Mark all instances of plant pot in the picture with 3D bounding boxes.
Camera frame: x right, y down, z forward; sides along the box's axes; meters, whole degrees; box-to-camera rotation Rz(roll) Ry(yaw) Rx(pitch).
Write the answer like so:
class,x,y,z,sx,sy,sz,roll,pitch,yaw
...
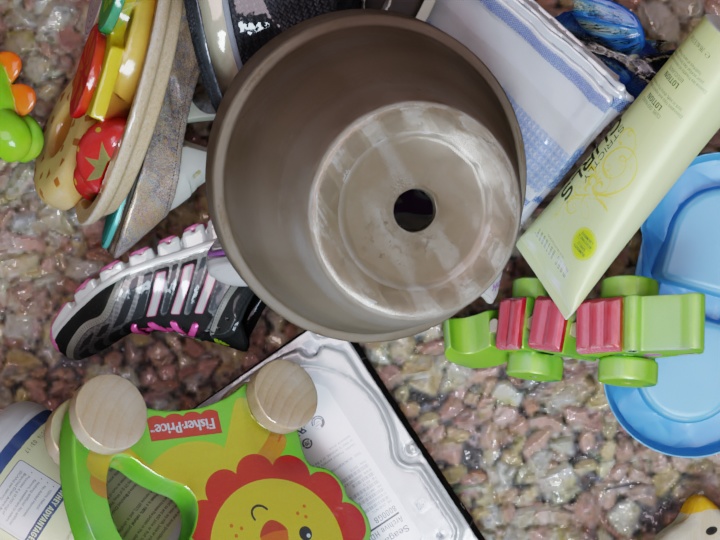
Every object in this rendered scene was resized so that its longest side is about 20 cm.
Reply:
class,x,y,z,sx,sy,sz,roll,pitch,yaw
plant pot,0.015,-0.047,1.011,0.197,0.174,0.203,-2,99,-10

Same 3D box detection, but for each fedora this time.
class,x,y,z,sx,sy,sz,roll,pitch,yaw
fedora,-0.052,-0.187,1.135,0.091,0.200,0.203,-8,89,11

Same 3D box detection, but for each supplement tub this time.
class,x,y,z,sx,sy,sz,roll,pitch,yaw
supplement tub,-0.180,0.195,1.174,0.199,0.145,0.146,31,93,6

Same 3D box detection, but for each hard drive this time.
class,x,y,z,sx,sy,sz,roll,pitch,yaw
hard drive,-0.020,0.150,1.211,0.139,0.038,0.201,-33,88,6

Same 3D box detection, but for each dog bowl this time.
class,x,y,z,sx,sy,sz,roll,pitch,yaw
dog bowl,0.228,0.022,1.177,0.110,0.050,0.202,15,92,6

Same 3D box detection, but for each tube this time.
class,x,y,z,sx,sy,sz,roll,pitch,yaw
tube,0.172,-0.066,1.100,0.052,0.058,0.201,37,112,0

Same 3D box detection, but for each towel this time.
class,x,y,z,sx,sy,sz,roll,pitch,yaw
towel,0.068,-0.094,1.163,0.147,0.024,0.200,43,123,6

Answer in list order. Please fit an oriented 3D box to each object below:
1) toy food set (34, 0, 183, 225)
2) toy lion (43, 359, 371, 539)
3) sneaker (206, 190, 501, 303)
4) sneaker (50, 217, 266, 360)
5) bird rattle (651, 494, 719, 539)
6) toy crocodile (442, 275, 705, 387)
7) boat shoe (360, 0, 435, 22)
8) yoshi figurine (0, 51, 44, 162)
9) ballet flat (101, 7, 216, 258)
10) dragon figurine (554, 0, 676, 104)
class,x,y,z,sx,sy,sz,roll,pitch,yaw
toy food set,-0.163,-0.128,1.154,0.048,0.200,0.200,15,95,-17
toy lion,-0.086,0.160,1.112,0.198,0.069,0.194,-2,71,-33
sneaker,0.000,0.000,1.148,0.197,0.075,0.101,-7,118,1
sneaker,-0.114,0.023,1.202,0.198,0.074,0.088,-26,81,1
bird rattle,0.233,0.242,1.156,0.199,0.113,0.164,35,77,2
toy crocodile,0.138,0.038,1.143,0.199,0.061,0.068,-2,79,46
boat shoe,0.024,-0.215,1.148,0.060,0.072,0.203,28,55,-18
yoshi figurine,-0.308,-0.125,1.203,0.200,0.112,0.112,42,138,12
ballet flat,-0.122,-0.100,1.196,0.067,0.068,0.202,15,81,-15
dragon figurine,0.154,-0.145,1.159,0.198,0.099,0.059,22,92,6
